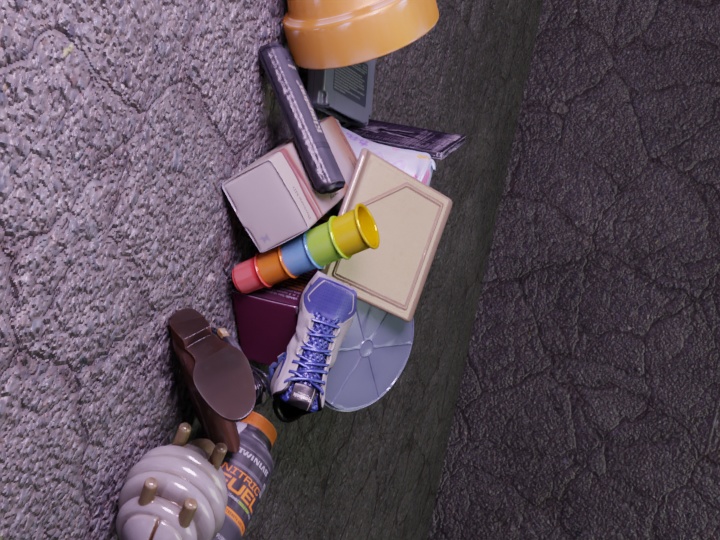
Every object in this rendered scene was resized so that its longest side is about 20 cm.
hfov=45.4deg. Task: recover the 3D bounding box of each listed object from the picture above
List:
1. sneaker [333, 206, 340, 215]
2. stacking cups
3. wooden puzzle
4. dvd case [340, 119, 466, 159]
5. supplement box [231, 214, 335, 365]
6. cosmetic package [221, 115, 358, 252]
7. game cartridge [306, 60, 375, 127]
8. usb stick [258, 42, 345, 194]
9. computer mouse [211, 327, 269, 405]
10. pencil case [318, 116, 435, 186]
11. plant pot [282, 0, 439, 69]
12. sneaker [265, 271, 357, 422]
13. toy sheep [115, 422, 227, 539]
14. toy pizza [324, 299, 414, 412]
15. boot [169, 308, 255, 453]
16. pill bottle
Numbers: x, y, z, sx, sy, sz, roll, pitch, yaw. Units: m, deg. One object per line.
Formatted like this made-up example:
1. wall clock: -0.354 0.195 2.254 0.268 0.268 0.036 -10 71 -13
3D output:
1. sneaker: -0.022 -0.026 1.415 0.076 0.087 0.202 -43 -152 30
2. stacking cups: -0.073 -0.017 1.094 0.061 0.197 0.061 50 26 -35
3. wooden puzzle: 0.034 -0.046 1.193 0.198 0.037 0.188 26 82 -40
4. dvd case: 0.056 -0.212 1.375 0.149 0.196 0.016 -41 141 -62
5. supplement box: -0.091 0.025 1.238 0.201 0.101 0.133 -60 157 -45
6. cosmetic package: -0.082 -0.118 1.132 0.104 0.086 0.200 60 32 -13
7. game cartridge: -0.027 -0.297 1.287 0.199 0.041 0.136 4 86 -69
8. usb stick: -0.073 -0.190 1.080 0.055 0.032 0.203 -14 79 -61
9. computer mouse: -0.160 0.145 1.128 0.044 0.110 0.201 -40 165 -17
10. pencil case: 0.011 -0.157 1.284 0.083 0.197 0.092 63 50 -73
11. plant pot: -0.018 -0.377 1.065 0.201 0.197 0.186 -57 137 -47
12. sneaker: -0.060 0.115 1.087 0.116 0.079 0.202 -104 -143 -64
13. toy sheep: -0.214 0.265 0.978 0.201 0.135 0.140 -57 154 -57
14. toy pizza: 0.000 0.107 1.251 0.198 0.031 0.204 -18 118 -37
15. boot: -0.164 0.169 1.027 0.063 0.187 0.203 -19 133 -20
16. pill bottle: -0.181 0.283 1.136 0.107 0.104 0.202 84 25 -47
